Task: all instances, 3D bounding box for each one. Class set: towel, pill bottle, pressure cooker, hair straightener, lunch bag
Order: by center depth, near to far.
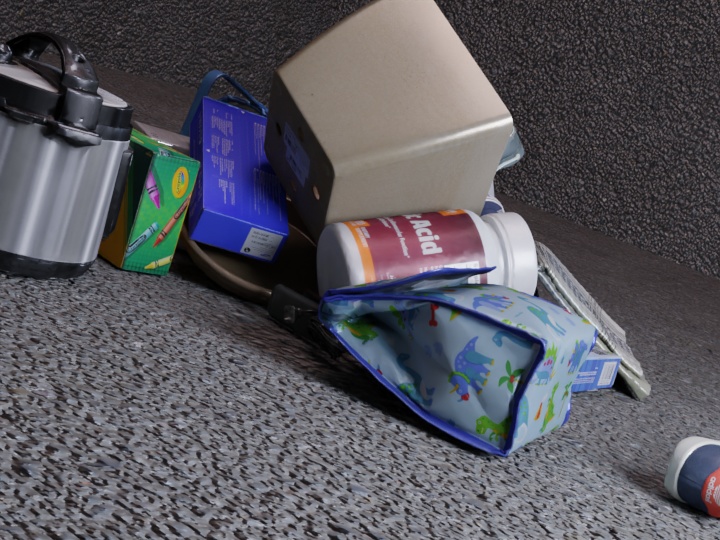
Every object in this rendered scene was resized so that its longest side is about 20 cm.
[{"bbox_3d":[0.082,0.059,1.182,0.199,0.129,0.170,22,10,23],"label":"lunch bag"},{"bbox_3d":[-0.292,-0.109,1.217,0.174,0.202,0.179,19,8,9],"label":"pressure cooker"},{"bbox_3d":[-0.038,0.059,1.263,0.076,0.041,0.200,12,16,-34],"label":"hair straightener"},{"bbox_3d":[0.066,0.000,1.362,0.198,0.115,0.114,-7,18,-19],"label":"pill bottle"},{"bbox_3d":[0.265,0.051,1.606,0.200,0.034,0.193,50,8,-4],"label":"towel"}]

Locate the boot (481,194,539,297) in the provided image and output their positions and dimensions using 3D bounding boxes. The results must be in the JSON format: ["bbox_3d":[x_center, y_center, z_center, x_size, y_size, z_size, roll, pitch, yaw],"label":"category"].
[{"bbox_3d":[0.163,0.015,1.591,0.072,0.201,0.091,-22,32,7],"label":"boot"}]

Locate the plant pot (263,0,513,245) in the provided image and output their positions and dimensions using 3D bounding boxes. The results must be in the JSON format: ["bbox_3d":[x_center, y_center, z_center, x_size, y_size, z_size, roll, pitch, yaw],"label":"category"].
[{"bbox_3d":[0.011,-0.136,1.397,0.176,0.201,0.201,-21,63,-20],"label":"plant pot"}]

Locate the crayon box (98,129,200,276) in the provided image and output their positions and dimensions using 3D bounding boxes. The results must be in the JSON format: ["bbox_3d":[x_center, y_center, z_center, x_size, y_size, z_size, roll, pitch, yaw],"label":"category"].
[{"bbox_3d":[-0.251,-0.084,1.406,0.058,0.120,0.199,10,12,-42],"label":"crayon box"}]

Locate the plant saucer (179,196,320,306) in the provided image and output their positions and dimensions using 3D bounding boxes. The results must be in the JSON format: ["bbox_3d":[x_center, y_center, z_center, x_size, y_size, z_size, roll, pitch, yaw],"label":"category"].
[{"bbox_3d":[-0.103,-0.026,1.442,0.198,0.030,0.201,20,32,-13],"label":"plant saucer"}]

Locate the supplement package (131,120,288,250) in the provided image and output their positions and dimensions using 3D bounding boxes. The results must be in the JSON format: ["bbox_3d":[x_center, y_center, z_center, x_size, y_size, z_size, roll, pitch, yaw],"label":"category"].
[{"bbox_3d":[-0.169,-0.080,1.561,0.198,0.115,0.109,16,10,-23],"label":"supplement package"}]

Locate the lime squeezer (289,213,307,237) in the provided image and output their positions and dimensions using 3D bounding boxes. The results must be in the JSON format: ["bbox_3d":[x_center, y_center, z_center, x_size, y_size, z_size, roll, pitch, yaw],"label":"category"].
[{"bbox_3d":[0.000,0.000,1.507,0.198,0.071,0.038,18,22,17],"label":"lime squeezer"}]

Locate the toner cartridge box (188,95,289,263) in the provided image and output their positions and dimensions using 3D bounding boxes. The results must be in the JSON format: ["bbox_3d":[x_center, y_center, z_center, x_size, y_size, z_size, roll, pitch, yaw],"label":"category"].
[{"bbox_3d":[-0.129,-0.097,1.444,0.094,0.043,0.201,18,36,-20],"label":"toner cartridge box"}]

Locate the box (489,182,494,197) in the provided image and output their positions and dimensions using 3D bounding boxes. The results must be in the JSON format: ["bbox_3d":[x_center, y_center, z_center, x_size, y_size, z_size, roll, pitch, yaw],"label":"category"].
[{"bbox_3d":[0.061,-0.094,1.745,0.199,0.154,0.106,-14,-15,42],"label":"box"}]

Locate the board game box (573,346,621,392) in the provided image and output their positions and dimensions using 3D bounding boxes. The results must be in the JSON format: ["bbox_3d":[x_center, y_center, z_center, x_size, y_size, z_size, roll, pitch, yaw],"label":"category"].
[{"bbox_3d":[0.148,0.077,1.471,0.198,0.044,0.199,23,11,33],"label":"board game box"}]

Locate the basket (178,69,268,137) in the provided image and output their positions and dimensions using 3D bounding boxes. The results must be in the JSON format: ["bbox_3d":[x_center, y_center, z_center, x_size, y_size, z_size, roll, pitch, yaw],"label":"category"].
[{"bbox_3d":[-0.167,-0.141,1.732,0.139,0.178,0.200,28,2,34],"label":"basket"}]

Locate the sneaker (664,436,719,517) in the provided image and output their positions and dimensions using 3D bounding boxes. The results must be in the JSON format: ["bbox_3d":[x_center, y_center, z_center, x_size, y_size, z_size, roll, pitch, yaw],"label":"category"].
[{"bbox_3d":[0.351,0.182,1.173,0.198,0.076,0.084,-1,17,-35],"label":"sneaker"}]

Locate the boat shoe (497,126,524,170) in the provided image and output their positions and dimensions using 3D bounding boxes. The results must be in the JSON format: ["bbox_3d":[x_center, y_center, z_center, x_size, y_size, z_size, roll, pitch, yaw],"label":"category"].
[{"bbox_3d":[0.114,-0.092,1.605,0.062,0.200,0.073,46,-8,-30],"label":"boat shoe"}]
